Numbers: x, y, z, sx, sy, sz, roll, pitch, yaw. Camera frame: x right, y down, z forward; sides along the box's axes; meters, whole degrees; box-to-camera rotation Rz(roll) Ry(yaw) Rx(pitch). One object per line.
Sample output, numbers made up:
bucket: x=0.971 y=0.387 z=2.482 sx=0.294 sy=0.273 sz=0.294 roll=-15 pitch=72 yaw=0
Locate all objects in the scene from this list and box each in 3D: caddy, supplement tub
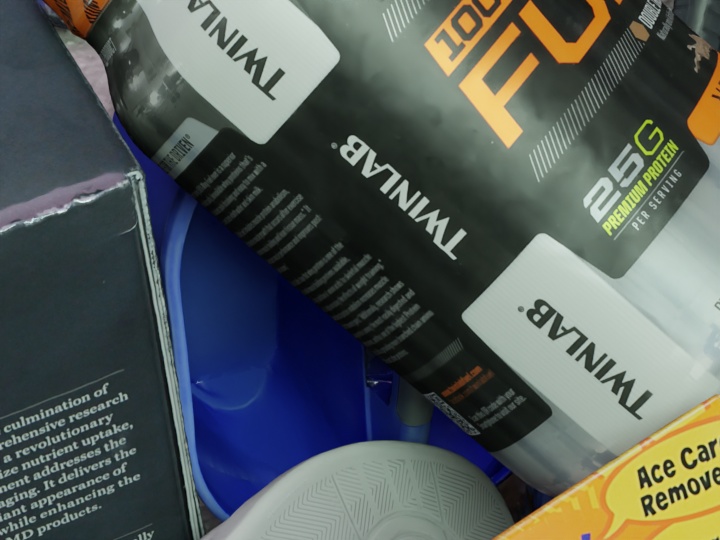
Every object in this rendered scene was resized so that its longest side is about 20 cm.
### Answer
caddy: x=0.000 y=0.000 z=0.862 sx=0.141 sy=0.200 sz=0.105 roll=-16 pitch=40 yaw=-15
supplement tub: x=0.020 y=-0.043 z=0.723 sx=0.200 sy=0.123 sz=0.123 roll=40 pitch=54 yaw=-6

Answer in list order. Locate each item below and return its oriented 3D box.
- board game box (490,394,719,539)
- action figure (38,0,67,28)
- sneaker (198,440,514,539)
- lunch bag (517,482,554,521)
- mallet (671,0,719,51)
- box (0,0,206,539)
board game box: x=0.050 y=0.194 z=0.673 sx=0.200 sy=0.200 sz=0.200 roll=-31 pitch=73 yaw=-24
action figure: x=-0.048 y=-0.160 z=1.141 sx=0.193 sy=0.105 sz=0.200 roll=31 pitch=85 yaw=34
sneaker: x=-0.051 y=0.109 z=0.774 sx=0.200 sy=0.112 sz=0.073 roll=-23 pitch=89 yaw=-46
lunch bag: x=0.149 y=0.070 z=0.844 sx=0.199 sy=0.161 sz=0.083 roll=4 pitch=61 yaw=4
mallet: x=0.114 y=-0.026 z=0.935 sx=0.066 sy=0.200 sz=0.041 roll=19 pitch=13 yaw=8
box: x=-0.142 y=-0.001 z=0.801 sx=0.124 sy=0.197 sz=0.200 roll=-21 pitch=48 yaw=-16
